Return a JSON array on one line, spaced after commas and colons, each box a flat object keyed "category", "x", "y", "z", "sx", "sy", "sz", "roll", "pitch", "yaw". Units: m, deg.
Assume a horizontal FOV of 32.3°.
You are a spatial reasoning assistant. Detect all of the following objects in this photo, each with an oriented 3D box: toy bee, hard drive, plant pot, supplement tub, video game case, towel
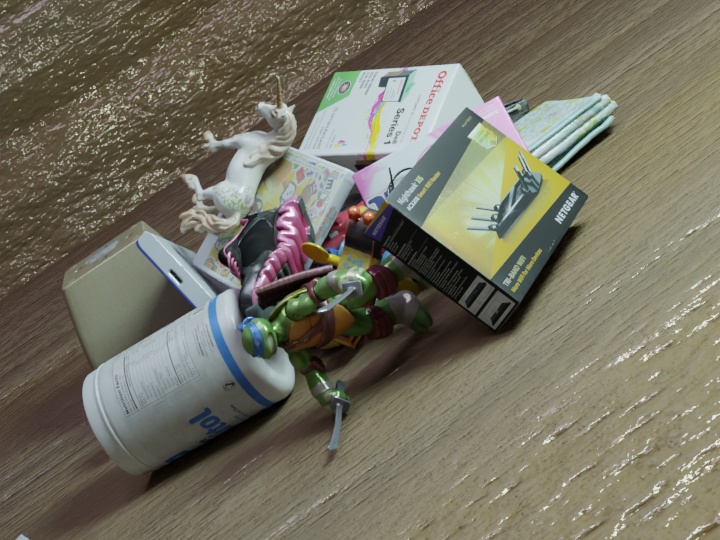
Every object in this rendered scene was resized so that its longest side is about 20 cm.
[{"category": "toy bee", "x": -0.002, "y": -0.024, "z": 1.302, "sx": 0.129, "sy": 0.202, "sz": 0.109, "roll": -3, "pitch": -13, "yaw": 16}, {"category": "hard drive", "x": -0.203, "y": 0.016, "z": 1.559, "sx": 0.025, "sy": 0.132, "sz": 0.200, "roll": -45, "pitch": -10, "yaw": 1}, {"category": "plant pot", "x": -0.310, "y": 0.048, "z": 1.729, "sx": 0.199, "sy": 0.178, "sz": 0.200, "roll": -34, "pitch": 16, "yaw": -3}, {"category": "supplement tub", "x": -0.183, "y": 0.120, "z": 1.338, "sx": 0.199, "sy": 0.133, "sz": 0.132, "roll": -31, "pitch": 15, "yaw": 13}, {"category": "video game case", "x": -0.106, "y": -0.058, "z": 1.474, "sx": 0.199, "sy": 0.023, "sz": 0.183, "roll": 26, "pitch": 87, "yaw": 50}, {"category": "towel", "x": 0.204, "y": -0.144, "z": 1.523, "sx": 0.199, "sy": 0.048, "sz": 0.171, "roll": -37, "pitch": 13, "yaw": -12}]

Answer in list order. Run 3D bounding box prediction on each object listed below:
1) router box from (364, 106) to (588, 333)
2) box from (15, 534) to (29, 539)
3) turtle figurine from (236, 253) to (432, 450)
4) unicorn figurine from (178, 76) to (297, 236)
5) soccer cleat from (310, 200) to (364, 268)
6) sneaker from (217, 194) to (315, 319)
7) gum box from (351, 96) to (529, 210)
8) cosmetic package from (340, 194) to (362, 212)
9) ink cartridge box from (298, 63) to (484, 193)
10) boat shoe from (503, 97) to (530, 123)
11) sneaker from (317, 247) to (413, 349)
[{"category": "router box", "x": 0.117, "y": -0.055, "z": 1.206, "sx": 0.200, "sy": 0.157, "sz": 0.052, "roll": -50, "pitch": -5, "yaw": -46}, {"category": "box", "x": -0.290, "y": 0.325, "z": 0.980, "sx": 0.184, "sy": 0.105, "sz": 0.199, "roll": -40, "pitch": 17, "yaw": -21}, {"category": "turtle figurine", "x": 0.000, "y": 0.062, "z": 1.172, "sx": 0.193, "sy": 0.145, "sz": 0.199, "roll": -24, "pitch": 15, "yaw": -30}, {"category": "unicorn figurine", "x": -0.143, "y": -0.132, "z": 1.498, "sx": 0.136, "sy": 0.202, "sz": 0.073, "roll": 14, "pitch": 2, "yaw": 41}, {"category": "soccer cleat", "x": -0.001, "y": -0.046, "z": 1.479, "sx": 0.199, "sy": 0.077, "sz": 0.067, "roll": -36, "pitch": 35, "yaw": -16}, {"category": "sneaker", "x": -0.110, "y": -0.004, "z": 1.322, "sx": 0.094, "sy": 0.080, "sz": 0.201, "roll": -7, "pitch": 31, "yaw": 14}, {"category": "gum box", "x": 0.096, "y": -0.091, "z": 1.390, "sx": 0.199, "sy": 0.114, "sz": 0.066, "roll": -28, "pitch": -19, "yaw": 3}, {"category": "cosmetic package", "x": -0.024, "y": -0.051, "z": 1.649, "sx": 0.199, "sy": 0.074, "sz": 0.102, "roll": -35, "pitch": 16, "yaw": -11}, {"category": "ink cartridge box", "x": 0.039, "y": -0.178, "z": 1.573, "sx": 0.198, "sy": 0.084, "sz": 0.146, "roll": 2, "pitch": 57, "yaw": 36}, {"category": "boat shoe", "x": 0.129, "y": -0.180, "z": 1.630, "sx": 0.198, "sy": 0.064, "sz": 0.071, "roll": -16, "pitch": 16, "yaw": -8}, {"category": "sneaker", "x": 0.000, "y": 0.000, "z": 1.416, "sx": 0.075, "sy": 0.089, "sz": 0.200, "roll": -19, "pitch": 19, "yaw": 46}]
